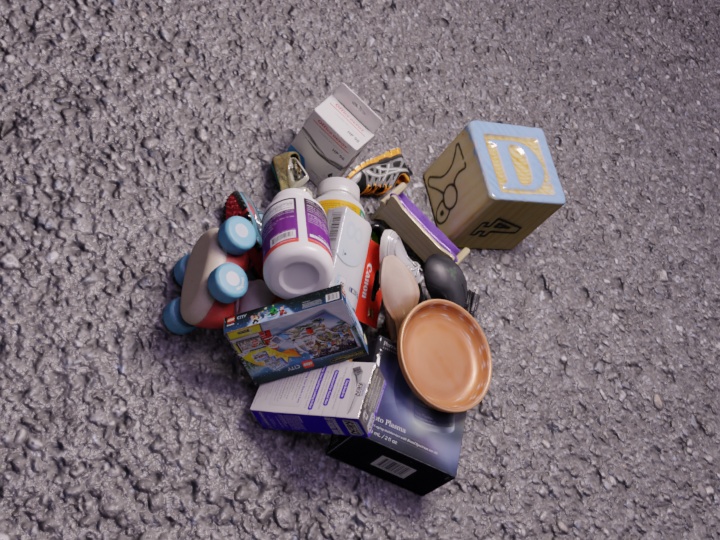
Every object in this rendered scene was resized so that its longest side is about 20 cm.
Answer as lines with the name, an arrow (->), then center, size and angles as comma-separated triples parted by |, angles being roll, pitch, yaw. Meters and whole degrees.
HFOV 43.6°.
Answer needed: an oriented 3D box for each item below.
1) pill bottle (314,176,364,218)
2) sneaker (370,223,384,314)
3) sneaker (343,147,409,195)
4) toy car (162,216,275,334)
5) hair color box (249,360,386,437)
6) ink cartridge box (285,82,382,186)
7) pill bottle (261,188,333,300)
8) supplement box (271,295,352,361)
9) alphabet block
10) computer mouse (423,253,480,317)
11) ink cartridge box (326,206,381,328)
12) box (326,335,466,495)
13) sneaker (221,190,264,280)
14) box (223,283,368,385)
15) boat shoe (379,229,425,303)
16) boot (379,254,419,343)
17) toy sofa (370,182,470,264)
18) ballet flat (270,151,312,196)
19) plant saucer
pill bottle -> -0.049, -0.073, 1.704 | 0.113, 0.113, 0.200 | 17, 55, -20
sneaker -> 0.016, -0.005, 1.719 | 0.071, 0.083, 0.200 | 16, 57, -21
sneaker -> 0.030, -0.187, 1.842 | 0.200, 0.078, 0.077 | -30, 89, -37
toy car -> -0.197, 0.038, 1.526 | 0.200, 0.184, 0.177 | 27, 51, -29
hair color box -> -0.069, 0.207, 1.485 | 0.065, 0.200, 0.109 | 63, 37, -42
ink cartridge box -> -0.055, -0.256, 1.752 | 0.116, 0.200, 0.067 | 44, 52, 0
pill bottle -> -0.106, -0.049, 1.482 | 0.112, 0.113, 0.200 | 18, 33, -20
supplement box -> -0.080, 0.108, 1.541 | 0.200, 0.066, 0.069 | 63, 32, -41
alphabet block -> 0.277, -0.174, 1.891 | 0.196, 0.200, 0.196 | 3, 62, -28
computer mouse -> 0.185, 0.044, 1.740 | 0.200, 0.053, 0.139 | 54, 45, -39
ink cartridge box -> 0.000, 0.000, 1.598 | 0.200, 0.047, 0.160 | 32, 62, -47
box -> 0.072, 0.253, 1.576 | 0.200, 0.123, 0.199 | 26, 52, -15
sneaker -> -0.181, -0.057, 1.660 | 0.095, 0.079, 0.200 | -17, 76, -53
box -> -0.102, 0.106, 1.453 | 0.200, 0.137, 0.038 | -16, 42, 8
boat shoe -> 0.085, 0.012, 1.685 | 0.072, 0.068, 0.200 | -54, 139, -52
boot -> 0.068, 0.082, 1.655 | 0.070, 0.146, 0.200 | -14, 80, -12
toy sofa -> 0.126, -0.082, 1.818 | 0.200, 0.098, 0.083 | 46, 51, 3
ballet flat -> -0.125, -0.153, 1.712 | 0.071, 0.071, 0.200 | 7, 46, -26
plant saucer -> 0.141, 0.150, 1.560 | 0.200, 0.037, 0.201 | 14, 64, -31
